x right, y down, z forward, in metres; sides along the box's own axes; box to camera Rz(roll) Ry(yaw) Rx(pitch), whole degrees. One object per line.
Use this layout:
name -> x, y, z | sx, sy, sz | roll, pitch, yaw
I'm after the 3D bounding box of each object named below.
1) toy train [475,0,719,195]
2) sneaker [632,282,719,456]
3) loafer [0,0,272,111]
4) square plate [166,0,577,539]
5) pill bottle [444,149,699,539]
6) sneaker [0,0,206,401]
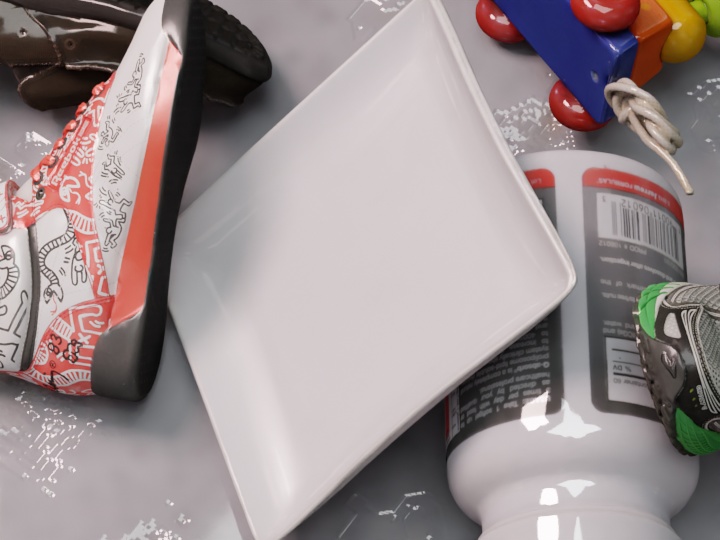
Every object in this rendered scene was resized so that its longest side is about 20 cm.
toy train -> 0.151, -0.117, 1.332 | 0.116, 0.085, 0.200 | -21, 54, -24
sneaker -> 0.190, 0.031, 1.197 | 0.085, 0.200, 0.078 | -21, 82, 37
loafer -> -0.144, -0.114, 1.360 | 0.200, 0.073, 0.071 | 16, 107, 2
square plate -> 0.000, 0.000, 1.246 | 0.200, 0.028, 0.198 | -42, 48, 21
pill bottle -> 0.095, 0.056, 1.233 | 0.116, 0.116, 0.200 | -1, 63, 1
sneaker -> -0.140, -0.043, 1.289 | 0.108, 0.067, 0.202 | 9, 88, 9
